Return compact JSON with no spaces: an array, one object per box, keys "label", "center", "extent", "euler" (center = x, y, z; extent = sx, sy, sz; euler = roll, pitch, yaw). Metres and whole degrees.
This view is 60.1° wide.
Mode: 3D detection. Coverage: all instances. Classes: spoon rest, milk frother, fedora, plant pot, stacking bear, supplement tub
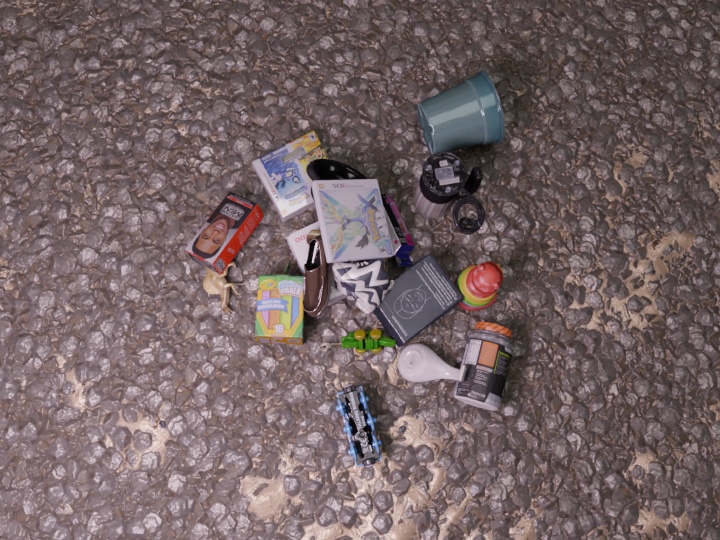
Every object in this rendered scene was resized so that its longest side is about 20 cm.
[{"label":"spoon rest","center":[0.181,0.244,1.575],"extent":[0.198,0.060,0.101],"euler":[11,75,37]},{"label":"milk frother","center":[0.231,-0.177,1.642],"extent":[0.177,0.188,0.203],"euler":[7,76,-1]},{"label":"fedora","center":[-0.060,-0.204,1.626],"extent":[0.198,0.092,0.202],"euler":[19,36,-14]},{"label":"plant pot","center":[0.268,-0.418,1.710],"extent":[0.193,0.200,0.203],"euler":[-18,78,0]},{"label":"stacking bear","center":[0.307,0.033,1.590],"extent":[0.113,0.200,0.122],"euler":[-32,81,-11]},{"label":"supplement tub","center":[0.316,0.241,1.582],"extent":[0.121,0.123,0.203],"euler":[18,76,0]}]

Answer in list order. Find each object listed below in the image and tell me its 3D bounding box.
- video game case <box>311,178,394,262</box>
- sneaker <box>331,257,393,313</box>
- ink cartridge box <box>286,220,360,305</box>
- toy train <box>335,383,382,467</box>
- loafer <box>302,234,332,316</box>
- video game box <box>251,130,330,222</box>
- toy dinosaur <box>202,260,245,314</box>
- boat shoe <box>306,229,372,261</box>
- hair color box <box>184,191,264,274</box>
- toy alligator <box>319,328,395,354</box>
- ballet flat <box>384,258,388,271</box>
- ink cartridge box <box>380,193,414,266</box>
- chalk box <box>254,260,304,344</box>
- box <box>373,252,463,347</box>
[{"label":"video game case","center":[-0.018,-0.124,1.511],"extent":[0.180,0.022,0.203],"euler":[-6,78,-29]},{"label":"sneaker","center":[0.000,0.000,1.554],"extent":[0.129,0.080,0.199],"euler":[-37,61,-25]},{"label":"ink cartridge box","center":[-0.087,-0.021,1.634],"extent":[0.146,0.086,0.202],"euler":[-24,78,-10]},{"label":"toy train","center":[-0.004,0.380,1.529],"extent":[0.085,0.114,0.203],"euler":[-16,78,-4]},{"label":"loafer","center":[-0.114,0.009,1.498],"extent":[0.072,0.071,0.204],"euler":[8,92,37]},{"label":"video game box","center":[-0.170,-0.259,1.707],"extent":[0.198,0.047,0.184],"euler":[-29,83,-10]},{"label":"toy dinosaur","center":[-0.368,0.012,1.620],"extent":[0.100,0.058,0.202],"euler":[-29,80,-9]},{"label":"boat shoe","center":[-0.039,-0.077,1.582],"extent":[0.197,0.072,0.077],"euler":[15,60,-10]},{"label":"hair color box","center":[-0.351,-0.100,1.620],"extent":[0.100,0.061,0.201],"euler":[23,68,23]},{"label":"toy alligator","center":[-0.008,0.178,1.613],"extent":[0.196,0.060,0.055],"euler":[-3,33,1]},{"label":"ballet flat","center":[0.036,-0.053,1.655],"extent":[0.069,0.071,0.203],"euler":[-4,80,-5]},{"label":"ink cartridge box","center":[0.093,-0.108,1.664],"extent":[0.037,0.094,0.203],"euler":[-26,79,25]},{"label":"chalk box","center":[-0.200,0.079,1.583],"extent":[0.122,0.125,0.203],"euler":[2,75,-4]},{"label":"box","center":[0.140,0.079,1.616],"extent":[0.199,0.107,0.149],"euler":[-34,81,-12]}]
